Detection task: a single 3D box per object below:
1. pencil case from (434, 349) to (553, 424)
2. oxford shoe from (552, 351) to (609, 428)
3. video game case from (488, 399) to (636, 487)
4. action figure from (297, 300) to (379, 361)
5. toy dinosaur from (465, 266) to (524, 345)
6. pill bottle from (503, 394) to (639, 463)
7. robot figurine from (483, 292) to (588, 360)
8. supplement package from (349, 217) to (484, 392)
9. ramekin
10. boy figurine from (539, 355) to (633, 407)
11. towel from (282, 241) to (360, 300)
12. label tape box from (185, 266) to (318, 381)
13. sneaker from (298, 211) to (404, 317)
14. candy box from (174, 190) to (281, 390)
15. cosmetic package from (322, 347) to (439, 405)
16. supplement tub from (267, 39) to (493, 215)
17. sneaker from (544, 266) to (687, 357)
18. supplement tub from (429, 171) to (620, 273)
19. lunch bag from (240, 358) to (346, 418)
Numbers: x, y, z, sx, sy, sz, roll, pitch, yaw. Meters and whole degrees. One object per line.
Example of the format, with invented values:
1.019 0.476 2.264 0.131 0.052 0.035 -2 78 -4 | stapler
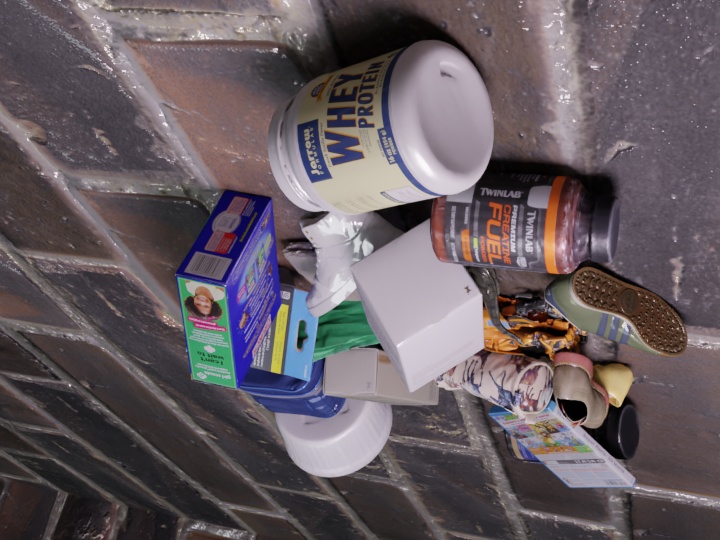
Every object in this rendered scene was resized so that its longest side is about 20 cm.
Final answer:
0.190 0.157 1.596 0.077 0.091 0.199 25 173 -39 | pencil case
0.303 0.188 1.518 0.069 0.076 0.200 1 151 28 | oxford shoe
0.305 0.267 1.638 0.200 0.018 0.142 42 152 -19 | video game case
-0.014 0.078 1.613 0.197 0.121 0.054 -9 171 27 | action figure
0.155 0.015 1.389 0.088 0.047 0.202 37 159 47 | toy dinosaur
0.339 0.255 1.731 0.197 0.114 0.112 -4 149 36 | pill bottle
0.221 0.081 1.501 0.197 0.059 0.145 4 155 24 | robot figurine
0.075 0.047 1.341 0.120 0.121 0.201 -30 158 -5 | supplement package
-0.052 0.238 1.837 0.197 0.203 0.098 5 146 23 | ramekin
0.312 0.168 1.624 0.197 0.065 0.125 4 147 29 | boy figurine
0.000 0.000 1.498 0.197 0.035 0.133 2 150 30 | towel
-0.153 0.067 1.599 0.196 0.063 0.147 13 114 7 | label tape box
-0.040 -0.027 1.389 0.115 0.074 0.200 39 133 -9 | sneaker
-0.170 0.027 1.428 0.076 0.170 0.202 11 135 13 | candy box
0.036 0.171 1.714 0.104 0.073 0.199 -3 168 31 | cosmetic package
0.017 -0.135 1.069 0.198 0.147 0.144 -9 146 42 | supplement tub
0.323 0.055 1.388 0.198 0.068 0.089 27 161 -23 | sneaker
0.182 -0.053 1.189 0.196 0.109 0.107 5 154 21 | supplement tub
-0.121 0.148 1.755 0.197 0.138 0.132 0 151 34 | lunch bag
